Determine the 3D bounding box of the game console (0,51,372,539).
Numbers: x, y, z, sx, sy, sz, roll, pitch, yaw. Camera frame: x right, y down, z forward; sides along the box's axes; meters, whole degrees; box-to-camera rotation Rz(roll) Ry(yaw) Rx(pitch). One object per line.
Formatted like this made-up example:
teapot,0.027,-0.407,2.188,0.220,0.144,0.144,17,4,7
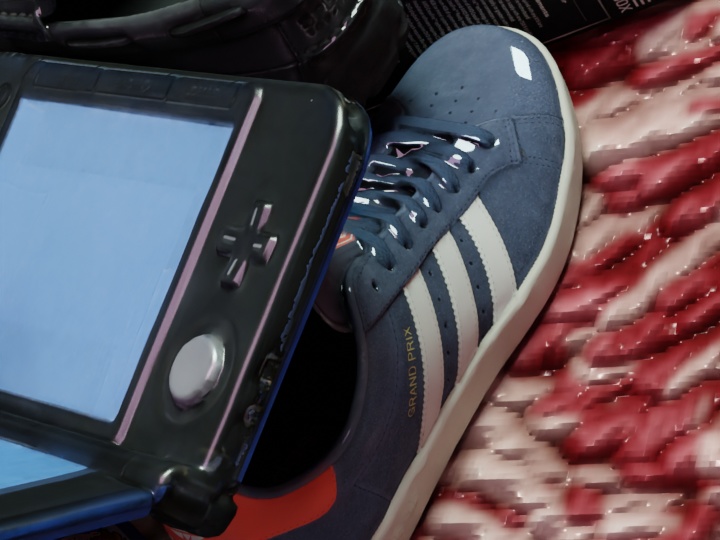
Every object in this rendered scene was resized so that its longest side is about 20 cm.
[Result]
game console,-0.119,0.006,0.788,0.200,0.118,0.171,11,77,52

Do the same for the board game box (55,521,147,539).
board game box,-0.149,0.110,0.793,0.200,0.035,0.135,-18,33,-27

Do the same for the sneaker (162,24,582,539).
sneaker,0.000,0.000,0.831,0.075,0.085,0.200,4,58,33

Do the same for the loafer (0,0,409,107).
loafer,-0.075,-0.093,0.890,0.200,0.070,0.068,15,66,38

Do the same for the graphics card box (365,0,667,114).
graphics card box,-0.004,-0.109,0.944,0.200,0.051,0.126,-20,49,18
